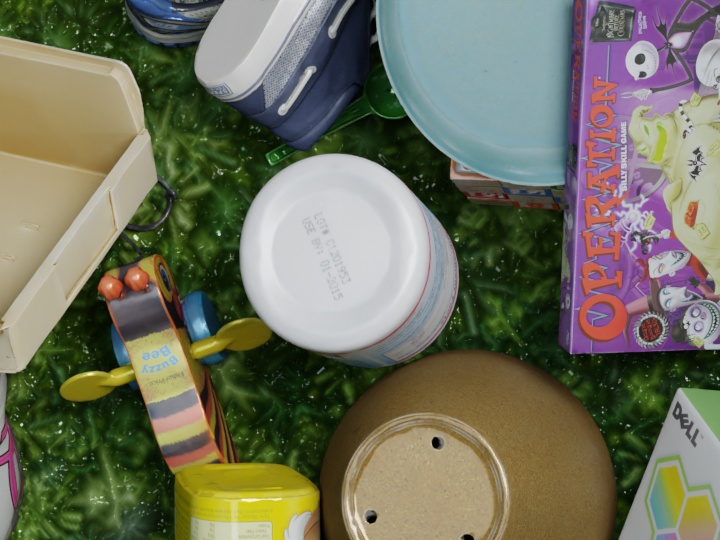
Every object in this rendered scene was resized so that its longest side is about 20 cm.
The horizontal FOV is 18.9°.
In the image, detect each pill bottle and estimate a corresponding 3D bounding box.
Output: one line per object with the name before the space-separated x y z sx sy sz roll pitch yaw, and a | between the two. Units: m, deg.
pill bottle | 0.000 0.000 1.265 0.108 0.200 0.110 -1 84 9

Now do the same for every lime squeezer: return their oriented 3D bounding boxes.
lime squeezer | 0.024 -0.115 1.328 0.199 0.070 0.038 -21 86 47

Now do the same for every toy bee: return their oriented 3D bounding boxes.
toy bee | -0.134 0.038 1.332 0.131 0.109 0.200 -39 80 4

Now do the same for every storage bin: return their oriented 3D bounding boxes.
storage bin | -0.253 -0.047 1.303 0.197 0.094 0.201 12 44 19

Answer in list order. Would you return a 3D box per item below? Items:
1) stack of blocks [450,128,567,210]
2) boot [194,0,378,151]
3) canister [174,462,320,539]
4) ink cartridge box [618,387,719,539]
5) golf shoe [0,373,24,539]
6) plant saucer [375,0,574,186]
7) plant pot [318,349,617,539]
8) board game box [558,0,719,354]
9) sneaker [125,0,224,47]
stack of blocks | 0.159 -0.071 1.290 0.198 0.115 0.059 3 84 9
boot | -0.016 -0.175 1.313 0.201 0.090 0.073 -56 41 -2
canister | -0.067 0.221 1.266 0.086 0.148 0.202 -1 92 -10
ink cartridge box | 0.207 0.135 1.219 0.059 0.104 0.201 7 118 -22
golf shoe | -0.254 0.090 1.356 0.072 0.092 0.202 0 85 8
plant saucer | 0.102 -0.148 1.199 0.198 0.027 0.202 -3 102 -12
plant pot | 0.050 0.134 1.244 0.184 0.200 0.188 -1 85 10
board game box | 0.173 -0.055 1.210 0.119 0.032 0.202 -1 102 -9
sneaker | -0.058 -0.192 1.356 0.198 0.085 0.078 -20 81 6
